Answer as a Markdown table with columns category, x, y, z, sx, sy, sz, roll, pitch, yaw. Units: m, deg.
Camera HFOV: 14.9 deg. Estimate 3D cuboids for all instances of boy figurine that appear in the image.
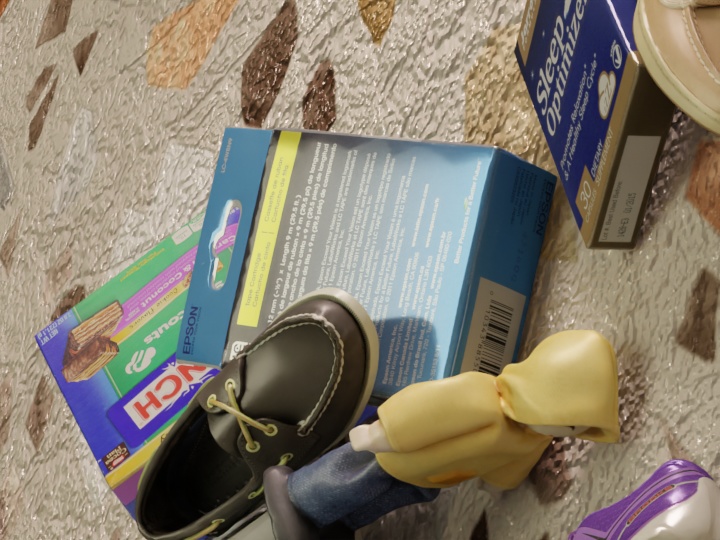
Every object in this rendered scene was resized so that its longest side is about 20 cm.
| category | x | y | z | sx | sy | sz | roll | pitch | yaw |
| --- | --- | --- | --- | --- | --- | --- | --- | --- | --- |
| boy figurine | 0.052 | 0.093 | 1.414 | 0.200 | 0.124 | 0.064 | -26 | 59 | 23 |

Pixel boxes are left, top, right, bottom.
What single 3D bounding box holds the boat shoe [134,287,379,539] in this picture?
| category | x | y | z | sx | sy | sz | roll | pitch | yaw |
| --- | --- | --- | --- | --- | --- | --- | --- | --- | --- |
| boat shoe | -0.058 | 0.085 | 1.485 | 0.072 | 0.061 | 0.201 | 49 | 133 | 13 |

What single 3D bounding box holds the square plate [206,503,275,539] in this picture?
| category | x | y | z | sx | sy | sz | roll | pitch | yaw |
| --- | --- | --- | --- | --- | --- | --- | --- | --- | --- |
| square plate | -0.075 | 0.164 | 1.559 | 0.028 | 0.200 | 0.198 | 54 | 146 | 0 |

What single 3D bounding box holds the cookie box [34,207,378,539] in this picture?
| category | x | y | z | sx | sy | sz | roll | pitch | yaw |
| --- | --- | --- | --- | --- | --- | --- | --- | --- | --- |
| cookie box | -0.092 | 0.058 | 1.667 | 0.171 | 0.075 | 0.200 | -36 | 33 | -1 |

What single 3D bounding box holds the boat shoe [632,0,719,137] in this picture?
| category | x | y | z | sx | sy | sz | roll | pitch | yaw |
| --- | --- | --- | --- | --- | --- | --- | --- | --- | --- |
| boat shoe | 0.173 | -0.137 | 1.330 | 0.065 | 0.071 | 0.200 | -57 | 30 | 34 |

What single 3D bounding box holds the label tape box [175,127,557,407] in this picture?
| category | x | y | z | sx | sy | sz | roll | pitch | yaw |
| --- | --- | --- | --- | --- | --- | --- | --- | --- | --- |
| label tape box | 0.000 | 0.000 | 1.527 | 0.200 | 0.066 | 0.143 | 6 | 81 | 41 |

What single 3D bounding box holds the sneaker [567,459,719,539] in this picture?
| category | x | y | z | sx | sy | sz | roll | pitch | yaw |
| --- | --- | --- | --- | --- | --- | --- | --- | --- | --- |
| sneaker | 0.113 | 0.168 | 1.313 | 0.200 | 0.081 | 0.083 | -47 | 22 | 31 |

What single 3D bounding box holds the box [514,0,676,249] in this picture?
| category | x | y | z | sx | sy | sz | roll | pitch | yaw |
| --- | --- | --- | --- | --- | --- | --- | --- | --- | --- |
| box | 0.119 | -0.121 | 1.437 | 0.200 | 0.032 | 0.121 | -104 | 19 | -47 |
